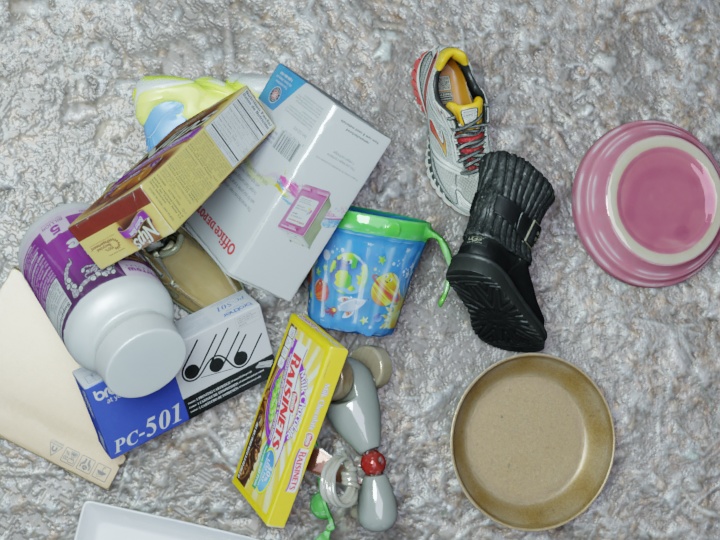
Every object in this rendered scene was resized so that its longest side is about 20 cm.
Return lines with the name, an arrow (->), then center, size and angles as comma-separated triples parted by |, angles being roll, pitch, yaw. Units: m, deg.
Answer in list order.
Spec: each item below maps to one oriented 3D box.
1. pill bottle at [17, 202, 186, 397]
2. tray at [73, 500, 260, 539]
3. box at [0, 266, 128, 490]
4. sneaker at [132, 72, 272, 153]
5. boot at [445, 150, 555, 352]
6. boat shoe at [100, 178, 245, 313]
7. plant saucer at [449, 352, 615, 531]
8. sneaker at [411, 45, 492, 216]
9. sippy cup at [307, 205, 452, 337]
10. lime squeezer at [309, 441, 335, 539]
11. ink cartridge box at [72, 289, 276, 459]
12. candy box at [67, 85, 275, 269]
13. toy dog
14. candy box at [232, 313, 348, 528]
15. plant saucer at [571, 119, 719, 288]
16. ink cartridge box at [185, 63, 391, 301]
pill bottle -> -0.251, 0.029, 1.116 | 0.112, 0.113, 0.200 | -34, 52, -12
tray -> -0.211, 0.318, 1.215 | 0.199, 0.022, 0.108 | 15, 83, -11
box -> -0.317, 0.114, 1.202 | 0.199, 0.021, 0.164 | 29, 81, -9
sneaker -> -0.146, -0.160, 1.239 | 0.199, 0.076, 0.106 | -1, 104, -10
boot -> 0.171, -0.016, 1.259 | 0.079, 0.211, 0.159 | 5, 60, 27
boat shoe -> -0.199, -0.017, 1.207 | 0.200, 0.076, 0.072 | 41, 78, -8
plant saucer -> 0.193, 0.195, 1.302 | 0.199, 0.035, 0.202 | 1, 86, -12
sneaker -> 0.109, -0.156, 1.279 | 0.077, 0.082, 0.201 | -19, 93, -14
sippy cup -> 0.000, 0.000, 1.229 | 0.139, 0.177, 0.131 | 3, 98, -47
lime squeezer -> -0.059, 0.271, 1.250 | 0.070, 0.038, 0.201 | 16, 84, 20
ink cartridge box -> -0.189, 0.107, 1.184 | 0.199, 0.044, 0.094 | -26, 124, -21
candy box -> -0.178, -0.092, 1.094 | 0.057, 0.116, 0.200 | 55, 40, -16
toy dog -> -0.020, 0.176, 1.225 | 0.132, 0.096, 0.201 | 27, 57, -42
candy box -> -0.076, 0.155, 1.187 | 0.026, 0.102, 0.201 | 14, 100, -34
plant saucer -> 0.350, -0.081, 1.344 | 0.199, 0.051, 0.202 | 1, 86, -13
ink cartridge box -> -0.080, -0.091, 1.171 | 0.084, 0.145, 0.201 | 28, 100, -37
